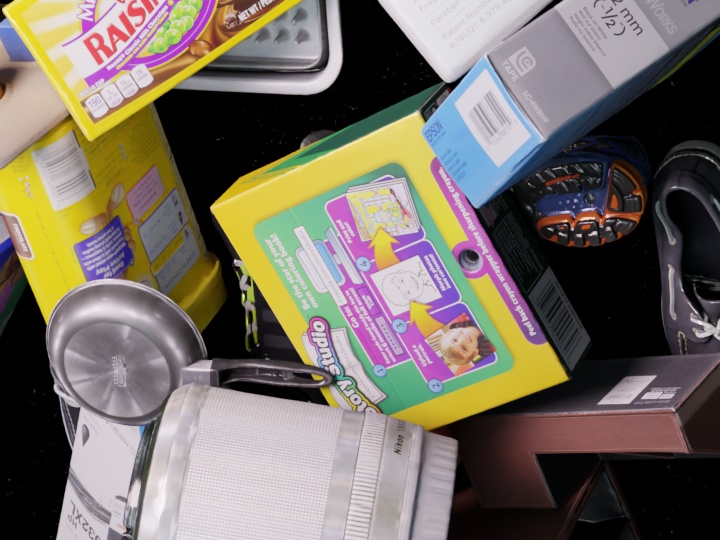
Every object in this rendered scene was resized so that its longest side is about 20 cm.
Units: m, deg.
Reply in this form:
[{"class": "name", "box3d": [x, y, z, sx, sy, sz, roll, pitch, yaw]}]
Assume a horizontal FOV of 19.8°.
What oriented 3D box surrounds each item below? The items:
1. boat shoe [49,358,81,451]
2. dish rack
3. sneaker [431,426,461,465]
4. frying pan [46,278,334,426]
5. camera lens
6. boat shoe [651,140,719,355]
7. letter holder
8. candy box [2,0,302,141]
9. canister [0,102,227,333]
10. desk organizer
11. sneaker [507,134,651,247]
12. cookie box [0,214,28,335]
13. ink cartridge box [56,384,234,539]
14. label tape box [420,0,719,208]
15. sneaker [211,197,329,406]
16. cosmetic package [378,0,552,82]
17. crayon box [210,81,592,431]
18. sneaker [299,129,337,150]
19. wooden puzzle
[{"class": "boat shoe", "box3d": [-0.203, 0.074, 1.554, 0.071, 0.068, 0.201, 15, 118, 17]}, {"class": "dish rack", "box3d": [-0.089, -0.221, 1.387, 0.171, 0.044, 0.201, 4, 114, 21]}, {"class": "sneaker", "box3d": [0.007, 0.150, 1.486, 0.200, 0.087, 0.074, -37, 96, 31]}, {"class": "frying pan", "box3d": [-0.125, 0.076, 1.378, 0.189, 0.031, 0.115, 27, 123, -1]}, {"class": "camera lens", "box3d": [-0.046, 0.163, 1.317, 0.199, 0.160, 0.161, 9, 117, 1]}, {"class": "boat shoe", "box3d": [0.224, 0.019, 1.347, 0.072, 0.063, 0.201, -4, 112, 22]}, {"class": "letter holder", "box3d": [0.086, 0.224, 1.452, 0.199, 0.142, 0.101, -17, 105, 28]}, {"class": "candy box", "box3d": [-0.118, -0.179, 1.319, 0.199, 0.026, 0.103, -34, 97, -3]}, {"class": "canister", "box3d": [-0.178, -0.036, 1.427, 0.086, 0.149, 0.201, 1, 124, 30]}, {"class": "desk organizer", "box3d": [0.158, 0.110, 1.382, 0.199, 0.072, 0.077, -6, 114, 44]}, {"class": "sneaker", "box3d": [0.104, -0.051, 1.361, 0.199, 0.078, 0.076, 0, 117, 30]}, {"class": "cookie box", "box3d": [-0.318, 0.028, 1.505, 0.075, 0.200, 0.172, 35, 122, 5]}, {"class": "ink cartridge box", "box3d": [-0.144, 0.170, 1.520, 0.145, 0.083, 0.201, 43, 134, 33]}, {"class": "label tape box", "box3d": [0.144, -0.130, 1.217, 0.066, 0.200, 0.143, 52, 162, 3]}, {"class": "sneaker", "box3d": [-0.057, 0.040, 1.445, 0.083, 0.072, 0.200, -35, 84, -10]}, {"class": "cosmetic package", "box3d": [0.059, -0.245, 1.218, 0.166, 0.167, 0.200, -39, 94, 14]}, {"class": "crayon box", "box3d": [0.026, 0.003, 1.342, 0.172, 0.058, 0.201, -22, 105, 32]}, {"class": "sneaker", "box3d": [0.000, 0.000, 1.438, 0.088, 0.077, 0.201, -22, 99, 46]}, {"class": "wooden puzzle", "box3d": [-0.262, -0.140, 1.388, 0.199, 0.185, 0.046, 11, 132, 37]}]
